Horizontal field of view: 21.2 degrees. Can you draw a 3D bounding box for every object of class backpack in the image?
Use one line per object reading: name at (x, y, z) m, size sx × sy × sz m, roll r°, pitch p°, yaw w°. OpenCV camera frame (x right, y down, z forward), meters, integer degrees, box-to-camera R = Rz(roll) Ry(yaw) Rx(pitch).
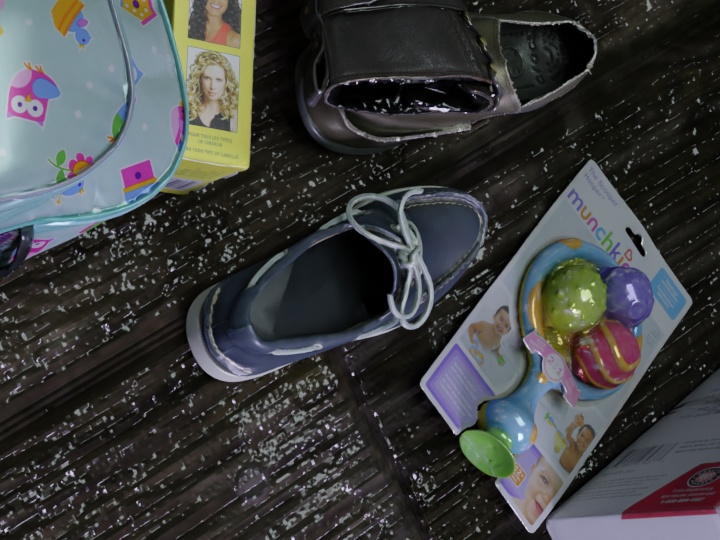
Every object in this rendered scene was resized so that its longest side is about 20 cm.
backpack at (-0.175, -0.086, 0.852) m, size 0.199 × 0.153 × 0.178 m, roll -17°, pitch 87°, yaw -37°

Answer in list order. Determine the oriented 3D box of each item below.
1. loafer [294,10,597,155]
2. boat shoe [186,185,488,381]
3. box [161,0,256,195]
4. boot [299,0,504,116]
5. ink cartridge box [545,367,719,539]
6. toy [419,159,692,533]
loafer at (0.051, -0.114, 1.061) m, size 0.199 × 0.069 × 0.076 m, roll -17°, pitch 92°, yaw -35°
boat shoe at (0.000, 0.000, 1.011) m, size 0.199 × 0.062 × 0.076 m, roll -19°, pitch 91°, yaw -36°
box at (-0.088, -0.145, 0.969) m, size 0.050 × 0.075 × 0.202 m, roll 8°, pitch 79°, yaw -31°
boot at (0.037, -0.156, 1.024) m, size 0.198 × 0.069 × 0.175 m, roll -10°, pitch 63°, yaw -26°
ink cartridge box at (0.227, 0.118, 1.097) m, size 0.199 × 0.145 × 0.084 m, roll -34°, pitch 100°, yaw -33°
toy at (0.127, 0.039, 1.101) m, size 0.115 × 0.047 × 0.200 m, roll 52°, pitch 58°, yaw -18°
